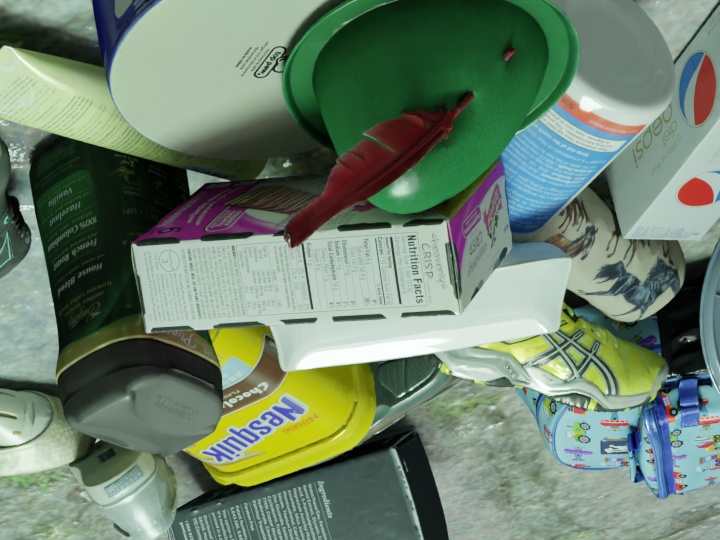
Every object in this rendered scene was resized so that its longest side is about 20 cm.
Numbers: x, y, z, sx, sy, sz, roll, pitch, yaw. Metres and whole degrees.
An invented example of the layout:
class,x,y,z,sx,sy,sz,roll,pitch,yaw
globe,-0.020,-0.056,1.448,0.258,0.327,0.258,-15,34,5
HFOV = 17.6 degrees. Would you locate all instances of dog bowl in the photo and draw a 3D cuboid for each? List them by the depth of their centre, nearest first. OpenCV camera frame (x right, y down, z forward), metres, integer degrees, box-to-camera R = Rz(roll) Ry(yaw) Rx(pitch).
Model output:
class,x,y,z,sx,sy,sz,roll,pitch,yaw
dog bowl,-0.055,-0.151,1.341,0.198,0.079,0.201,-9,150,-5

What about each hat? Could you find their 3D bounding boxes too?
class,x,y,z,sx,sy,sz,roll,pitch,yaw
hat,0.040,-0.046,1.287,0.198,0.177,0.166,-3,145,-9

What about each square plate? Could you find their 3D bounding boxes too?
class,x,y,z,sx,sy,sz,roll,pitch,yaw
square plate,0.037,0.022,1.532,0.196,0.029,0.200,-9,165,0

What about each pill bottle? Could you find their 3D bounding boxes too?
class,x,y,z,sx,sy,sz,roll,pitch,yaw
pill bottle,0.099,-0.087,1.471,0.112,0.113,0.200,9,142,-33

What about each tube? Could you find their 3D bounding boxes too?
class,x,y,z,sx,sy,sz,roll,pitch,yaw
tube,-0.148,-0.099,1.429,0.199,0.052,0.058,12,110,-33

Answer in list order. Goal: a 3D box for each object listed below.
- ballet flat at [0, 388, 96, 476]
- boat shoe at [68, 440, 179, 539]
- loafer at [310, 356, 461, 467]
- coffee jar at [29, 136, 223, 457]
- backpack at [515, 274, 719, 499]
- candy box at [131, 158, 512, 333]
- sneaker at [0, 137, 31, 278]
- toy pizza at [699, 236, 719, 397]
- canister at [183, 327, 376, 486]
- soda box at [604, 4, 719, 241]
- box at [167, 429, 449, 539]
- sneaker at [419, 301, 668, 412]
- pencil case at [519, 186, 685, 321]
class,x,y,z,sx,sy,sz,roll,pitch,yaw
ballet flat,-0.291,0.119,1.729,0.198,0.068,0.063,-7,140,-10
boat shoe,-0.173,0.163,1.745,0.070,0.072,0.201,-30,-171,-4
loafer,-0.004,0.111,1.820,0.199,0.072,0.063,-27,153,20
coffee jar,-0.148,0.015,1.464,0.085,0.201,0.104,-29,146,27
backpack,0.224,0.096,1.817,0.198,0.135,0.183,-9,149,-1
candy box,-0.021,-0.016,1.393,0.198,0.061,0.136,-3,-163,17
sneaker,-0.249,-0.039,1.483,0.079,0.076,0.200,-10,160,-28
toy pizza,0.326,0.028,1.716,0.199,0.202,0.032,6,-178,-29
canister,-0.102,0.078,1.704,0.148,0.087,0.200,-22,147,25
soda box,0.236,-0.100,1.549,0.063,0.069,0.200,2,148,-23
box,-0.039,0.211,1.886,0.199,0.105,0.148,-17,179,10
sneaker,0.140,0.050,1.678,0.199,0.075,0.077,11,105,-24
pencil case,0.151,-0.024,1.640,0.199,0.089,0.078,26,105,-48
